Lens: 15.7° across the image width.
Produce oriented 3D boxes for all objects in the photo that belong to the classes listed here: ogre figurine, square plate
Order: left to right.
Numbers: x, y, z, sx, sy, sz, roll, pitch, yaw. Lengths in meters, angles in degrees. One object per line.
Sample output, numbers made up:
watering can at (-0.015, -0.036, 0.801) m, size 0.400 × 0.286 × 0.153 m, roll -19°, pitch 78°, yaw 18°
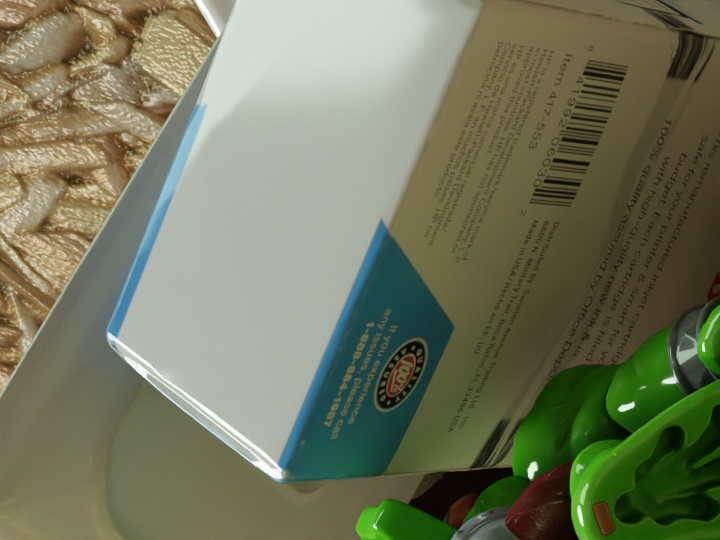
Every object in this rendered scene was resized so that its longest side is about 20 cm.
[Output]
square plate at (-0.025, 0.037, 0.837) m, size 0.200 × 0.028 × 0.198 m, roll -60°, pitch -38°, yaw -14°
ogre figurine at (0.053, 0.087, 0.698) m, size 0.120 × 0.098 × 0.201 m, roll 174°, pitch 108°, yaw -73°

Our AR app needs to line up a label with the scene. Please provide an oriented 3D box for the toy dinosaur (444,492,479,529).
toy dinosaur at (0.050, 0.130, 0.970) m, size 0.200 × 0.105 × 0.182 m, roll -26°, pitch 16°, yaw 30°

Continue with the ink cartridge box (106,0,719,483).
ink cartridge box at (0.040, -0.021, 0.780) m, size 0.200 × 0.086 × 0.147 m, roll 1°, pitch -63°, yaw -53°

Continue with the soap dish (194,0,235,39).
soap dish at (0.018, -0.122, 0.967) m, size 0.157 × 0.200 × 0.081 m, roll -32°, pitch 0°, yaw 31°

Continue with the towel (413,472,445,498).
towel at (-0.023, 0.051, 0.939) m, size 0.200 × 0.036 × 0.149 m, roll -19°, pitch -36°, yaw -41°

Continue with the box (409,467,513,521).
box at (0.021, 0.071, 1.139) m, size 0.200 × 0.100 × 0.075 m, roll 114°, pitch 149°, yaw -55°
